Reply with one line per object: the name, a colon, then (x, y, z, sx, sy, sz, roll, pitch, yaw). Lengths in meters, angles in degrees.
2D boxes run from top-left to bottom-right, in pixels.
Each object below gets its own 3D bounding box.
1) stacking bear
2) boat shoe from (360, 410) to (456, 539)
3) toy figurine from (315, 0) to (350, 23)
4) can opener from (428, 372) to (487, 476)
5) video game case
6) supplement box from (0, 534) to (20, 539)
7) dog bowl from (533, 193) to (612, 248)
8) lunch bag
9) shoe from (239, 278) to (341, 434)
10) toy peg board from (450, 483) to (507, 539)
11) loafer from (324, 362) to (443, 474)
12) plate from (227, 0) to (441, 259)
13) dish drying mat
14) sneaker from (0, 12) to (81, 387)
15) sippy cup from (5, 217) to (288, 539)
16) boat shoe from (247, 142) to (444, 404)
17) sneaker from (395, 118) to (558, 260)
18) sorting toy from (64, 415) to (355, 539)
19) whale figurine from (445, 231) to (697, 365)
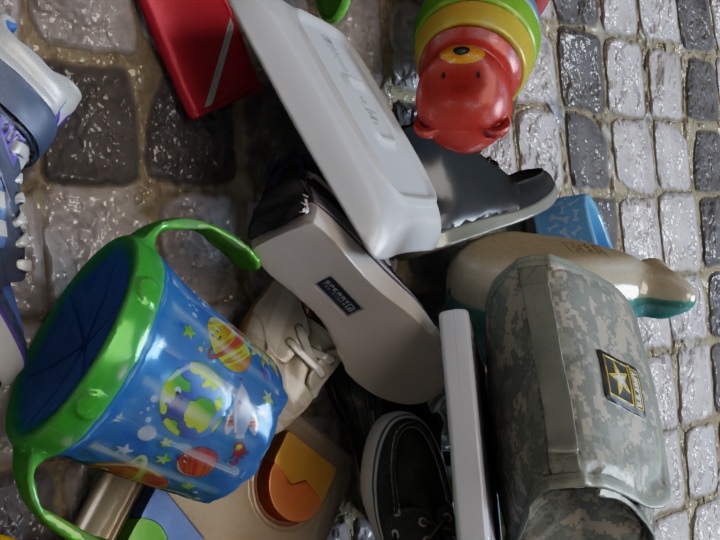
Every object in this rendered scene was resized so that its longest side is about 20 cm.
stacking bear: (0.091, -0.175, 0.896, 0.115, 0.120, 0.202, 88, 12, -45)
boat shoe: (0.047, 0.199, 0.783, 0.068, 0.056, 0.203, -3, 81, -29)
toy figurine: (0.060, -0.284, 0.849, 0.181, 0.150, 0.203, 0, 88, -21)
can opener: (0.110, 0.087, 0.972, 0.201, 0.053, 0.067, -54, 156, -35)
video game case: (0.080, 0.146, 0.772, 0.182, 0.023, 0.203, 58, 26, -71)
supplement box: (-0.143, 0.242, 0.630, 0.199, 0.109, 0.110, 29, 91, -38)
dog bowl: (0.210, 0.021, 1.014, 0.111, 0.049, 0.203, 35, 41, -59)
lunch bag: (0.143, 0.104, 0.763, 0.201, 0.116, 0.166, 69, 15, -57)
shoe: (-0.036, 0.027, 0.802, 0.070, 0.053, 0.202, 42, 49, -25)
toy peg board: (0.195, 0.218, 0.994, 0.199, 0.097, 0.202, -44, 115, -38)
loafer: (0.032, 0.133, 0.860, 0.068, 0.070, 0.203, -41, 118, -38)
plate: (-0.005, -0.105, 0.781, 0.202, 0.032, 0.199, 61, 15, 5)
dish drying mat: (-0.130, -0.211, 0.784, 0.076, 0.018, 0.202, -31, 107, -41)
sneaker: (-0.204, -0.053, 0.648, 0.146, 0.080, 0.202, -35, 104, -36)
sippy cup: (-0.119, 0.069, 0.668, 0.130, 0.140, 0.178, 33, 107, -27)
boat shoe: (0.000, 0.000, 0.764, 0.201, 0.074, 0.093, 53, 26, -36)
sneaker: (0.094, -0.086, 0.948, 0.199, 0.074, 0.108, -22, 98, -44)
sorting toy: (-0.091, 0.166, 0.763, 0.200, 0.036, 0.187, 44, 56, -32)
whale figurine: (0.166, 0.030, 0.909, 0.197, 0.159, 0.105, 0, 107, -10)
